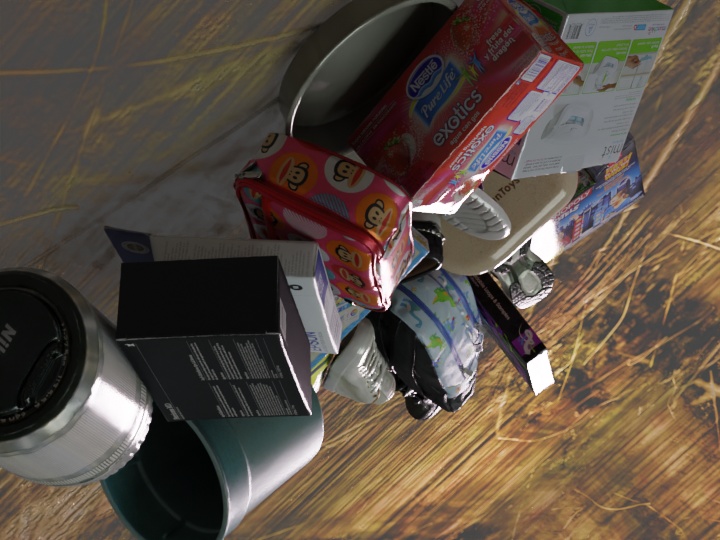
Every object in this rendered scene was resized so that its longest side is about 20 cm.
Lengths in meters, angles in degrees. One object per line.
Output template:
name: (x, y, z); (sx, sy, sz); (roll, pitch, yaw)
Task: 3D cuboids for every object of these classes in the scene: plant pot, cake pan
plant pot: (-0.154, 0.186, 1.734); (0.196, 0.200, 0.201); (-26, 157, -46)
cake pan: (0.005, -0.184, 1.446); (0.200, 0.037, 0.201); (-33, 158, -15)

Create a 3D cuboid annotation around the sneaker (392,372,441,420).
sneaker: (0.068, 0.145, 2.149); (0.114, 0.076, 0.200); (-25, 151, -27)

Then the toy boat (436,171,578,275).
toy boat: (0.144, -0.089, 1.780); (0.200, 0.131, 0.131); (-42, -173, 8)

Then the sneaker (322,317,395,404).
sneaker: (0.010, 0.110, 1.870); (0.073, 0.084, 0.200); (-63, 177, -17)

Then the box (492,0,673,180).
box: (0.204, -0.195, 1.593); (0.199, 0.096, 0.178); (-14, 129, -48)

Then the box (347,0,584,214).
box: (0.097, -0.155, 1.469); (0.200, 0.096, 0.099); (-49, 155, 22)

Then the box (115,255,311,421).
box: (-0.125, 0.064, 1.407); (0.140, 0.079, 0.200); (-5, 155, 4)

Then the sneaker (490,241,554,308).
sneaker: (0.166, -0.036, 1.948); (0.077, 0.089, 0.200); (-37, 136, -5)

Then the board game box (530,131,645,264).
board game box: (0.276, -0.109, 1.995); (0.199, 0.062, 0.200); (-33, 157, -13)

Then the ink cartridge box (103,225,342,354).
ink cartridge box: (-0.125, 0.022, 1.475); (0.198, 0.041, 0.200); (4, 158, 9)

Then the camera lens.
camera lens: (-0.278, 0.098, 1.381); (0.160, 0.160, 0.200); (-37, 158, -3)

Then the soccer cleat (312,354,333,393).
soccer cleat: (-0.076, 0.110, 1.850); (0.084, 0.065, 0.201); (-46, 165, -23)

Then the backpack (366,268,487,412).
backpack: (0.071, 0.061, 1.901); (0.154, 0.163, 0.200); (-48, 151, 1)

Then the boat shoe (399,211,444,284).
boat shoe: (0.000, 0.000, 1.684); (0.199, 0.061, 0.074); (-20, 145, 20)

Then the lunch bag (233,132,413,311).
lunch bag: (-0.041, -0.049, 1.460); (0.082, 0.175, 0.200); (-60, 166, -17)

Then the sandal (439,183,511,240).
sandal: (0.092, -0.098, 1.626); (0.202, 0.082, 0.050); (39, 67, -36)

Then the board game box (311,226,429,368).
board game box: (-0.046, 0.001, 1.615); (0.200, 0.134, 0.034); (-45, -162, 16)

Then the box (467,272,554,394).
box: (0.162, 0.049, 1.936); (0.036, 0.201, 0.143); (-34, 158, -2)
